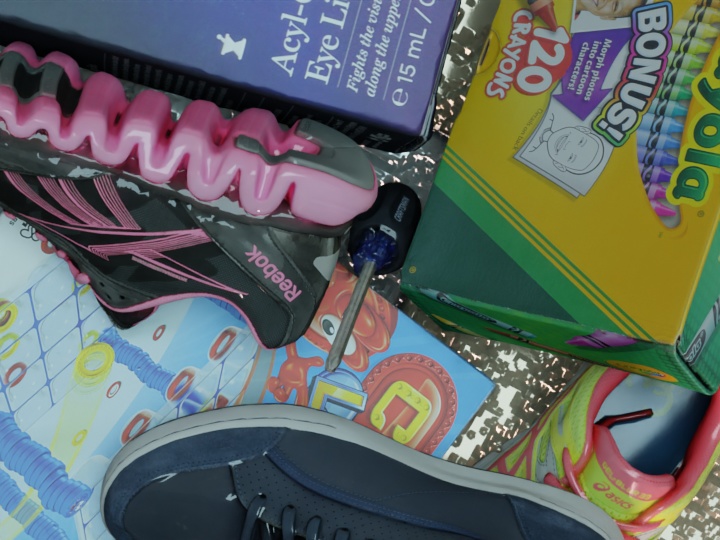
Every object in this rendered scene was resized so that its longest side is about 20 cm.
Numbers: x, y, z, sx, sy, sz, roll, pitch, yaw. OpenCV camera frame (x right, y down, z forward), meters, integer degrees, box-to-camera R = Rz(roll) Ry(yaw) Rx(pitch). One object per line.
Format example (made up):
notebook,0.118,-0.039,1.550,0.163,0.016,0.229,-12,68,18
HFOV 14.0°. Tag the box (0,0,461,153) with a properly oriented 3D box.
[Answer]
box,-0.055,-0.142,1.138,0.199,0.104,0.149,14,88,-5

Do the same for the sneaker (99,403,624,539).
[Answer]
sneaker,-0.002,0.118,1.051,0.202,0.146,0.077,10,115,0

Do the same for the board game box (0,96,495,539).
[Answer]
board game box,-0.084,0.063,1.153,0.196,0.056,0.200,37,86,-3

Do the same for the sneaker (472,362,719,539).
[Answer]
sneaker,0.086,0.090,1.151,0.078,0.090,0.200,34,87,-5

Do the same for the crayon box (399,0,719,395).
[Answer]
crayon box,0.107,-0.063,1.132,0.118,0.058,0.201,13,75,27

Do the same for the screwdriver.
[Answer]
screwdriver,0.000,0.000,1.096,0.028,0.200,0.029,-21,99,14

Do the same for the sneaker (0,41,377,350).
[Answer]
sneaker,-0.098,-0.024,1.096,0.199,0.079,0.096,16,113,4
